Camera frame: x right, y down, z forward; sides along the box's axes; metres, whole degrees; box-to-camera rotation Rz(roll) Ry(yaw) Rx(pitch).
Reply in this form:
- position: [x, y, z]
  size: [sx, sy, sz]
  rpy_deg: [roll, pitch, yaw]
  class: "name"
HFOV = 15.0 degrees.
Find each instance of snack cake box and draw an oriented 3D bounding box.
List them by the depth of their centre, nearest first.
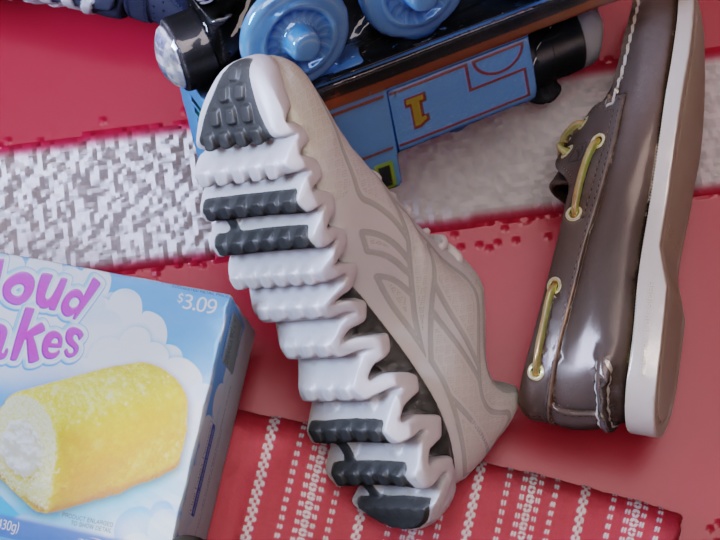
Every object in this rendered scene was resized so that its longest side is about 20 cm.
- position: [-0.153, 0.052, 1.089]
  size: [0.200, 0.067, 0.115]
  rpy_deg: [10, 77, 9]
  class: "snack cake box"

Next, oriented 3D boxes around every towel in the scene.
- position: [0.019, 0.144, 1.101]
  size: [0.200, 0.022, 0.145]
  rpy_deg: [13, 77, 3]
  class: "towel"

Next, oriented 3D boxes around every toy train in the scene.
- position: [0.015, -0.098, 1.108]
  size: [0.200, 0.114, 0.087]
  rpy_deg: [-22, 38, -14]
  class: "toy train"

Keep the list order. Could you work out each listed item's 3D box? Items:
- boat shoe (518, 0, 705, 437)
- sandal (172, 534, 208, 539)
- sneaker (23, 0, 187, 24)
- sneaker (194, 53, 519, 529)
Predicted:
- position: [0.106, -0.030, 1.119]
  size: [0.059, 0.072, 0.200]
  rpy_deg: [3, 70, 16]
  class: "boat shoe"
- position: [-0.120, 0.167, 1.029]
  size: [0.055, 0.082, 0.200]
  rpy_deg: [33, 122, -6]
  class: "sandal"
- position: [-0.146, -0.128, 1.144]
  size: [0.200, 0.070, 0.109]
  rpy_deg: [36, 86, 2]
  class: "sneaker"
- position: [0.000, 0.000, 1.067]
  size: [0.081, 0.075, 0.200]
  rpy_deg: [-36, 115, -30]
  class: "sneaker"
